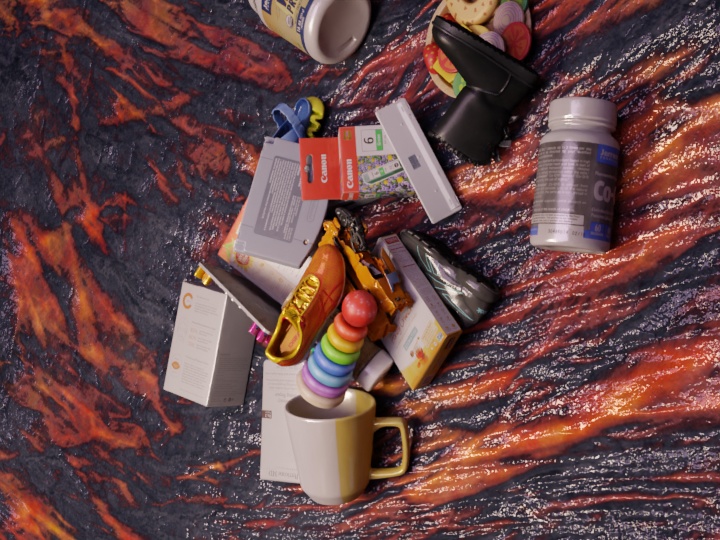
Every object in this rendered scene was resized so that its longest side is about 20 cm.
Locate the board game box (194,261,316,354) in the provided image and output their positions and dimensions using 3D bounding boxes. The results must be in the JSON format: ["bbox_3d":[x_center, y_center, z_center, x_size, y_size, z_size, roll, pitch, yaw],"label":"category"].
[{"bbox_3d":[-0.163,0.071,1.597,0.199,0.199,0.026,41,98,33],"label":"board game box"}]

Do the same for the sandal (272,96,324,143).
[{"bbox_3d":[-0.127,-0.212,1.669,0.079,0.086,0.205,7,88,51],"label":"sandal"}]

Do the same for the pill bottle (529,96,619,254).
[{"bbox_3d":[0.301,-0.130,1.323,0.112,0.113,0.205,5,88,37],"label":"pill bottle"}]

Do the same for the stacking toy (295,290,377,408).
[{"bbox_3d":[-0.031,0.112,1.450,0.085,0.084,0.202,46,128,31],"label":"stacking toy"}]

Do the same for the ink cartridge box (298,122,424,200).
[{"bbox_3d":[0.001,-0.173,1.527,0.195,0.050,0.112,-3,81,-4],"label":"ink cartridge box"}]

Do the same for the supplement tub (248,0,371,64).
[{"bbox_3d":[-0.091,-0.461,1.640,0.199,0.143,0.146,38,107,33],"label":"supplement tub"}]

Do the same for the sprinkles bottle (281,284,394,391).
[{"bbox_3d":[-0.038,0.105,1.542,0.199,0.068,0.069,42,110,10],"label":"sprinkles bottle"}]

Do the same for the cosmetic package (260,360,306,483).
[{"bbox_3d":[-0.112,0.256,1.620,0.100,0.073,0.205,-4,81,37],"label":"cosmetic package"}]

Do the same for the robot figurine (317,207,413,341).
[{"bbox_3d":[0.000,0.000,1.484,0.202,0.057,0.146,60,142,23],"label":"robot figurine"}]

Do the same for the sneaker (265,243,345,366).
[{"bbox_3d":[-0.080,0.055,1.450,0.072,0.077,0.204,22,91,22],"label":"sneaker"}]

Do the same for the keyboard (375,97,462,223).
[{"bbox_3d":[0.092,-0.175,1.503,0.055,0.011,0.203,-26,83,-4],"label":"keyboard"}]

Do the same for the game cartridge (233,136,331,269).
[{"bbox_3d":[-0.118,-0.109,1.551,0.131,0.041,0.204,14,76,3],"label":"game cartridge"}]

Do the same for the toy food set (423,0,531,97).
[{"bbox_3d":[0.181,-0.366,1.481,0.198,0.048,0.201,48,112,31],"label":"toy food set"}]

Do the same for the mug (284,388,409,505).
[{"bbox_3d":[-0.031,0.287,1.510,0.184,0.148,0.157,7,105,41],"label":"mug"}]

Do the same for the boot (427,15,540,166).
[{"bbox_3d":[0.155,-0.260,1.409,0.164,0.196,0.074,-57,19,20],"label":"boot"}]

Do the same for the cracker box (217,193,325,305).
[{"bbox_3d":[-0.129,-0.026,1.613,0.199,0.058,0.135,38,118,6],"label":"cracker box"}]

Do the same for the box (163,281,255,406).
[{"bbox_3d":[-0.270,0.133,1.738,0.123,0.097,0.205,13,93,37],"label":"box"}]

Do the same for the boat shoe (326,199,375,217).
[{"bbox_3d":[-0.050,-0.146,1.616,0.199,0.074,0.088,-18,75,33],"label":"boat shoe"}]

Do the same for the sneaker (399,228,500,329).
[{"bbox_3d":[0.122,0.008,1.468,0.200,0.075,0.080,42,111,33],"label":"sneaker"}]

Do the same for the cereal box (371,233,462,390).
[{"bbox_3d":[0.068,0.065,1.493,0.201,0.039,0.145,56,142,27],"label":"cereal box"}]
